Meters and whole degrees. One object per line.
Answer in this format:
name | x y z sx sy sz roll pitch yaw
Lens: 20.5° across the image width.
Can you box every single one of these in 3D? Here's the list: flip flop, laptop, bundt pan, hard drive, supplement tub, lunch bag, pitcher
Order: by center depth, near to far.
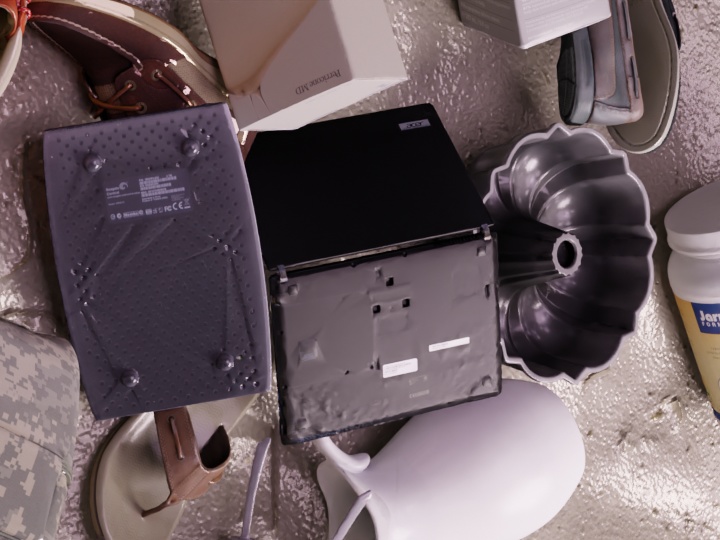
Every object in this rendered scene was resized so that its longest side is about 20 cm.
lunch bag | -0.267 0.081 1.200 0.200 0.139 0.168 34 54 -37
hard drive | -0.134 -0.008 1.324 0.134 0.042 0.201 -10 106 -5
flip flop | -0.115 0.115 1.373 0.081 0.057 0.200 51 62 -29
laptop | 0.000 0.000 1.431 0.177 0.103 0.201 -12 111 -22
pitcher | 0.059 0.134 1.480 0.199 0.121 0.172 -21 106 -25
bundt pan | 0.136 -0.013 1.557 0.201 0.076 0.203 -2 92 -39
supplement tub | 0.343 0.029 1.682 0.144 0.144 0.201 -34 112 -32

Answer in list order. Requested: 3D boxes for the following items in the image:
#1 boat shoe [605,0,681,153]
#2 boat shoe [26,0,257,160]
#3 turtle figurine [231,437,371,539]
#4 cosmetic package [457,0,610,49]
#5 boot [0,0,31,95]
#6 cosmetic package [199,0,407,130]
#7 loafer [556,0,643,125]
boat shoe | 0.226 -0.178 1.609 0.066 0.074 0.200 31 43 -55
boat shoe | -0.146 -0.123 1.332 0.200 0.072 0.072 31 72 -42
turtle figurine | -0.077 0.230 1.357 0.194 0.144 0.200 -39 138 -17
cosmetic package | 0.114 -0.279 1.481 0.090 0.107 0.201 -23 114 -16
boot | -0.229 -0.180 1.239 0.075 0.107 0.201 28 73 -34
cosmetic package | -0.054 -0.204 1.338 0.073 0.103 0.201 -7 77 -58
loafer | 0.189 -0.206 1.573 0.063 0.072 0.201 5 73 -10
